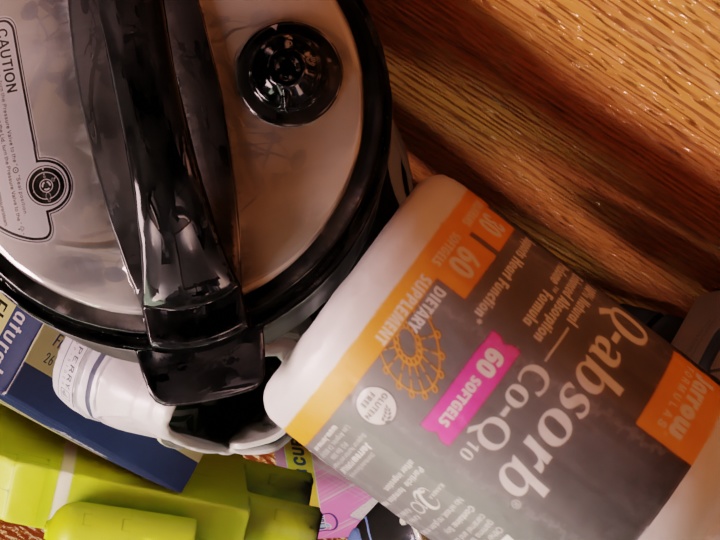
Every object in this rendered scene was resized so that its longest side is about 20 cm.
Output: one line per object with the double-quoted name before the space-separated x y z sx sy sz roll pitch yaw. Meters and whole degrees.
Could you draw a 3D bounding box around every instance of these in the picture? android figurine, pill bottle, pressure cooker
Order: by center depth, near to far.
"pressure cooker" -0.074 -0.056 0.904 0.176 0.179 0.200 36 175 1
"pill bottle" 0.072 0.065 0.908 0.200 0.116 0.116 37 171 0
"android figurine" -0.121 0.106 1.198 0.200 0.041 0.182 11 -170 -9

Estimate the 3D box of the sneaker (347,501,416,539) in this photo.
"sneaker" 0.063 0.086 1.074 0.070 0.078 0.200 12 154 -38

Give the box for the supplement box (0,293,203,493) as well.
"supplement box" -0.142 -0.034 1.166 0.200 0.200 0.134 22 171 40

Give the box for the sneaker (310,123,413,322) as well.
"sneaker" 0.000 0.000 1.077 0.200 0.073 0.112 57 -164 -37

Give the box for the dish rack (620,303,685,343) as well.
"dish rack" 0.178 0.078 1.206 0.200 0.055 0.153 35 171 -29

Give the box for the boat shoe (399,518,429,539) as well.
"boat shoe" 0.048 0.088 0.986 0.070 0.200 0.071 4 163 -42

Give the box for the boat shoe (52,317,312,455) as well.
"boat shoe" -0.056 0.056 1.075 0.067 0.074 0.200 30 -164 27

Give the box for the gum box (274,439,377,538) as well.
"gum box" 0.010 0.065 1.271 0.113 0.066 0.200 -4 140 2

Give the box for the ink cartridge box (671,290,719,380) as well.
"ink cartridge box" 0.199 0.059 0.987 0.117 0.067 0.200 33 172 -6
